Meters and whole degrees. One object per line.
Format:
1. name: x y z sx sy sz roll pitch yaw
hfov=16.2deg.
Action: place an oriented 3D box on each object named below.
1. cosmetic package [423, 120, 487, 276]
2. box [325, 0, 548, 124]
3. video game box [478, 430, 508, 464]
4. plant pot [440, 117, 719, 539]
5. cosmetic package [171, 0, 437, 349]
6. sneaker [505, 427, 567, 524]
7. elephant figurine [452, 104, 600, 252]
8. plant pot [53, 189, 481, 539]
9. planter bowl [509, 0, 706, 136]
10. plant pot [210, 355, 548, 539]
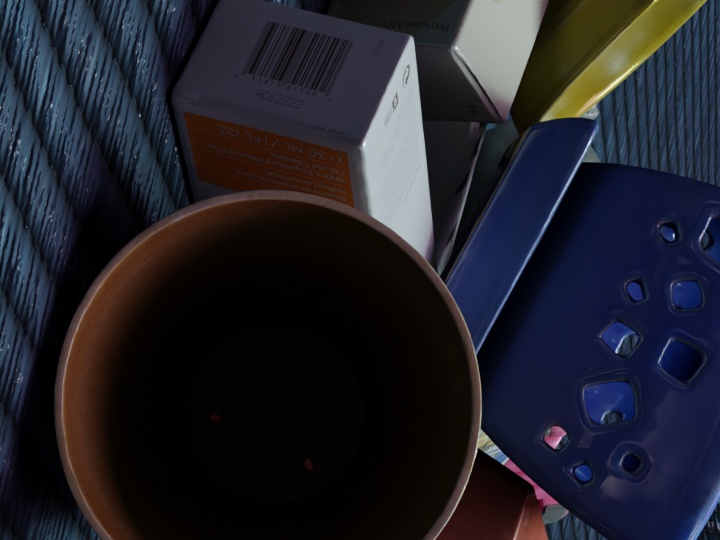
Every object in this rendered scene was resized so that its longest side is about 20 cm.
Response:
1. cosmetic package: 0.030 -0.022 1.512 0.083 0.050 0.201 -55 163 -60
2. box: 0.059 -0.186 1.419 0.078 0.095 0.201 52 50 -50
3. video game box: 0.100 0.069 1.612 0.182 0.047 0.200 -50 167 14
4. plant pot: 0.132 0.027 1.383 0.200 0.179 0.200 -61 180 1
5. cosmetic package: -0.024 -0.039 1.260 0.200 0.101 0.071 81 28 -55
6. sneaker: 0.135 0.121 2.093 0.200 0.079 0.096 89 -1 -47
7. elephant figurine: 0.080 0.001 1.664 0.200 0.141 0.155 -50 125 -27
8. plant pot: -0.042 0.064 1.196 0.200 0.186 0.187 110 -5 -86
9. planter bowl: 0.141 -0.167 1.497 0.200 0.083 0.200 -41 173 -6
10. plant pot: 0.001 0.176 1.405 0.200 0.176 0.200 68 38 -65
